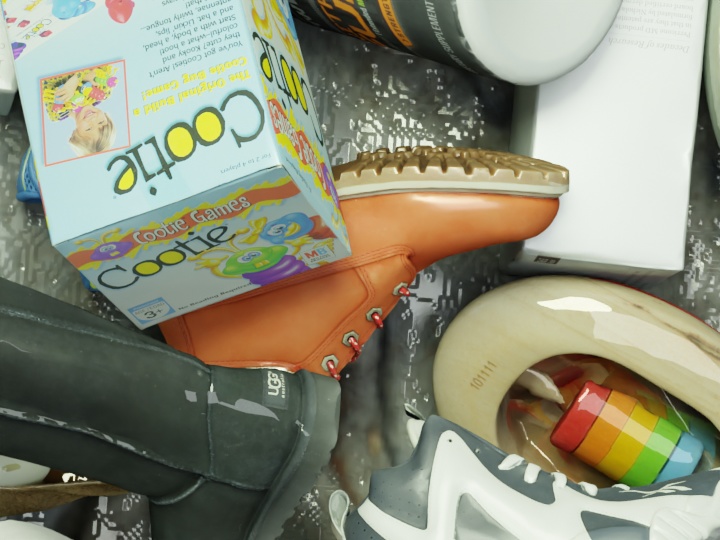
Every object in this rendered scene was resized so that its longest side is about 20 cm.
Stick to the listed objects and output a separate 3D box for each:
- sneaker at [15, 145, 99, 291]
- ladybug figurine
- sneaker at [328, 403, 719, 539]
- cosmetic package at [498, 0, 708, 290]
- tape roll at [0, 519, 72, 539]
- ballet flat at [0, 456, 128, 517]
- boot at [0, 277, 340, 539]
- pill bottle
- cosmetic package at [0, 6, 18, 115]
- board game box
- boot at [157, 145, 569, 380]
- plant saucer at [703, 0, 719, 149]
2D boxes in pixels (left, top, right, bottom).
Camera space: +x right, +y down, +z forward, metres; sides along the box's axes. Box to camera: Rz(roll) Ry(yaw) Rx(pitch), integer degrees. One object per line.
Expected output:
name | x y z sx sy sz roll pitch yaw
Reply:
sneaker | -0.117 -0.082 1.373 0.105 0.076 0.201 -15 90 -10
ladybug figurine | 0.128 0.071 1.394 0.200 0.072 0.136 34 117 -5
sneaker | 0.076 0.102 1.337 0.199 0.080 0.130 -26 66 -7
cosmetic package | 0.116 -0.095 1.393 0.081 0.113 0.201 4 87 -2
tape roll | -0.109 0.202 1.287 0.202 0.202 0.071 41 98 -5
ballet flat | -0.124 0.075 1.361 0.199 0.072 0.068 -1 73 -9
boot | -0.130 0.079 1.283 0.199 0.165 0.066 15 39 -18
pill bottle | 0.020 -0.153 1.338 0.106 0.200 0.107 -14 112 -37
cosmetic package | -0.196 -0.180 1.367 0.101 0.074 0.201 6 84 -9
board game box | -0.086 -0.095 1.261 0.105 0.103 0.201 -19 64 10
boot | 0.000 0.000 1.324 0.199 0.075 0.108 -9 96 8
plant saucer | 0.216 -0.099 1.419 0.200 0.050 0.201 0 90 -46
